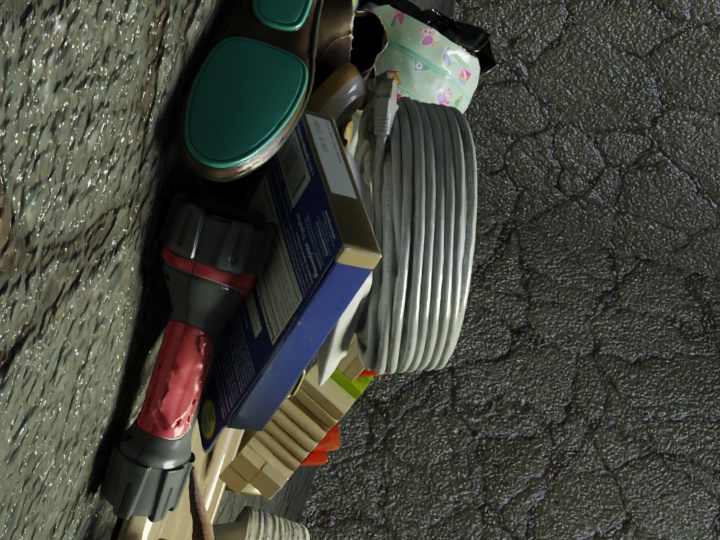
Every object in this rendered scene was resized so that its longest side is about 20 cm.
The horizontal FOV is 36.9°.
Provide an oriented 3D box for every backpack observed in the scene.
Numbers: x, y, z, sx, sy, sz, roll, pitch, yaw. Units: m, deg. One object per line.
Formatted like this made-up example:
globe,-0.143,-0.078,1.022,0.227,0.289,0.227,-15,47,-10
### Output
backpack,0.045,-0.188,1.027,0.200,0.166,0.127,-104,-143,-81

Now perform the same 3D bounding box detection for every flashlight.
flashlight,-0.111,0.055,0.661,0.068,0.067,0.201,33,-73,54

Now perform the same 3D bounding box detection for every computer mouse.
computer mouse,-0.071,-0.091,0.814,0.059,0.034,0.201,103,6,-47

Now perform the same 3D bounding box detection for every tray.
tray,-0.013,0.005,0.767,0.200,0.022,0.108,107,-16,-67

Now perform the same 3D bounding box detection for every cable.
cable,0.032,-0.025,0.784,0.200,0.069,0.202,123,-33,-77

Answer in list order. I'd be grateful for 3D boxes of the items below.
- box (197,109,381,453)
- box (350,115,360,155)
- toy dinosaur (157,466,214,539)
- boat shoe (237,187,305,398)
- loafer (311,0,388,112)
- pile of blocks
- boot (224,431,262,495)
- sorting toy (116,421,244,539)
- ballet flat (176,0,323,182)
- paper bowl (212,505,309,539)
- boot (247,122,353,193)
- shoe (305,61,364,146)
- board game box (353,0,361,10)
box,-0.058,0.013,0.684,0.200,0.032,0.122,-54,-141,35
box,-0.029,-0.119,1.189,0.122,0.047,0.201,103,6,-46
toy dinosaur,-0.130,0.235,0.688,0.201,0.085,0.136,-66,169,5
boat shoe,-0.061,0.017,0.783,0.060,0.071,0.202,-22,136,-51
loafer,-0.012,-0.158,0.814,0.200,0.070,0.074,6,80,-77
pile of blocks,-0.033,0.119,0.921,0.200,0.062,0.082,-49,179,4
boot,-0.094,0.114,1.047,0.200,0.072,0.156,-85,-169,-74
sorting toy,-0.146,0.170,0.865,0.200,0.036,0.186,83,23,-69
ballet flat,-0.057,-0.127,0.648,0.068,0.068,0.201,119,-9,-65
paper bowl,-0.128,0.319,1.000,0.201,0.104,0.202,-158,-90,-80
boot,-0.061,-0.047,0.970,0.200,0.066,0.176,-66,162,-59
shoe,-0.038,-0.067,0.795,0.200,0.053,0.070,-57,177,42
board game box,-0.010,-0.282,0.868,0.200,0.034,0.136,-27,134,-86
